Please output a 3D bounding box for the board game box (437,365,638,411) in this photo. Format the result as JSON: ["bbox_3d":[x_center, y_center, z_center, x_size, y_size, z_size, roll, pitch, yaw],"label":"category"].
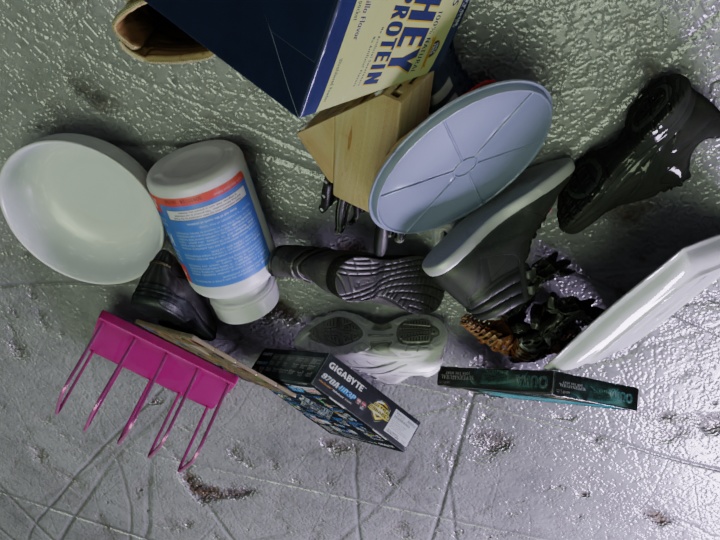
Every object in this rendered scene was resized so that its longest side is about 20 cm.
[{"bbox_3d":[0.203,0.138,0.922,0.135,0.028,0.200,14,168,-29],"label":"board game box"}]

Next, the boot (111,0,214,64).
[{"bbox_3d":[-0.203,-0.256,0.711,0.199,0.156,0.073,18,129,-3],"label":"boot"}]

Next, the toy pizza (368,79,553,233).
[{"bbox_3d":[0.092,-0.108,0.735,0.200,0.032,0.200,-25,155,-13],"label":"toy pizza"}]

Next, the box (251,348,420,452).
[{"bbox_3d":[-0.039,0.165,1.007,0.159,0.046,0.200,40,158,-21],"label":"box"}]

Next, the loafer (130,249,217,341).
[{"bbox_3d":[-0.218,0.039,0.974,0.073,0.073,0.200,11,163,7],"label":"loafer"}]

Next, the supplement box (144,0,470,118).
[{"bbox_3d":[-0.036,-0.249,0.616,0.200,0.200,0.134,39,131,17],"label":"supplement box"}]

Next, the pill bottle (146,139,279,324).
[{"bbox_3d":[-0.160,-0.038,0.899,0.112,0.112,0.200,-5,125,15],"label":"pill bottle"}]

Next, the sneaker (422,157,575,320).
[{"bbox_3d":[0.163,-0.029,0.817,0.200,0.071,0.099,-41,109,-13],"label":"sneaker"}]

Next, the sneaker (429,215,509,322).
[{"bbox_3d":[0.124,0.004,0.897,0.070,0.080,0.201,-19,123,22],"label":"sneaker"}]

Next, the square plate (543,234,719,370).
[{"bbox_3d":[0.312,0.036,0.829,0.028,0.200,0.198,55,129,20],"label":"square plate"}]

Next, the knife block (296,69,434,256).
[{"bbox_3d":[0.028,-0.097,0.786,0.200,0.064,0.176,-12,122,50],"label":"knife block"}]

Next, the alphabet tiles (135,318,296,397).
[{"bbox_3d":[-0.196,0.110,1.004,0.167,0.008,0.200,36,162,-34],"label":"alphabet tiles"}]

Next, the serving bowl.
[{"bbox_3d":[-0.321,-0.080,0.928,0.199,0.066,0.201,5,128,7],"label":"serving bowl"}]

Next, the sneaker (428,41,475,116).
[{"bbox_3d":[0.096,-0.174,0.771,0.084,0.075,0.200,3,138,11],"label":"sneaker"}]

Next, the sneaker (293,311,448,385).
[{"bbox_3d":[0.013,0.112,1.006,0.199,0.078,0.100,3,133,11],"label":"sneaker"}]

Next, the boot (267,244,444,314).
[{"bbox_3d":[0.000,0.000,0.920,0.200,0.070,0.131,15,180,-45],"label":"boot"}]

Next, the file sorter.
[{"bbox_3d":[-0.295,0.173,1.057,0.200,0.126,0.139,28,148,-11],"label":"file sorter"}]

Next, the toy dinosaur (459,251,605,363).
[{"bbox_3d":[0.203,0.066,0.893,0.102,0.200,0.136,48,127,22],"label":"toy dinosaur"}]

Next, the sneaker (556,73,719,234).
[{"bbox_3d":[0.282,-0.100,0.793,0.091,0.076,0.200,24,133,-20],"label":"sneaker"}]
